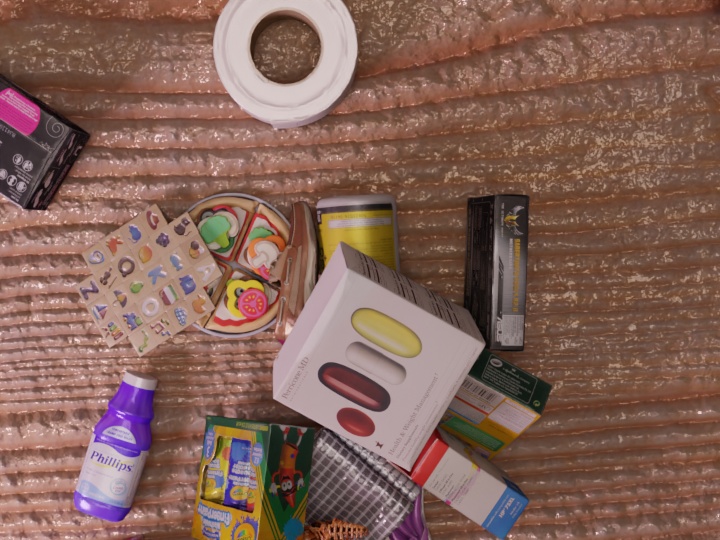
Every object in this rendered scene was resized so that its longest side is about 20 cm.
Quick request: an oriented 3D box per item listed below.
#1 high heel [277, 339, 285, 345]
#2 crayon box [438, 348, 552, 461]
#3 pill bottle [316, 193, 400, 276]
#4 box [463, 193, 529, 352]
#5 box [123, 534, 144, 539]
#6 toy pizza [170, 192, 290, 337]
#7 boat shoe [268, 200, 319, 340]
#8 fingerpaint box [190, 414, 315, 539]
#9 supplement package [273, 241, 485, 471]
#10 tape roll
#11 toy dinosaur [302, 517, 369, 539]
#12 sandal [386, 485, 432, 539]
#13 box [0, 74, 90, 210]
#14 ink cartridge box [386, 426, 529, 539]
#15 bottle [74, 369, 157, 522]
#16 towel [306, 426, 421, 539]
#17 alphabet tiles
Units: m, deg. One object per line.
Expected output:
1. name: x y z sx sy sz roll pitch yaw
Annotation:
1. high heel: -0.043 0.157 1.625 0.198 0.067 0.097 28 81 -4
2. crayon box: 0.161 0.179 1.588 0.124 0.200 0.052 28 60 -1
3. pill bottle: 0.000 0.000 1.601 0.110 0.112 0.204 -3 91 0
4. box: 0.180 0.001 1.577 0.047 0.158 0.204 2 91 -8
5. box: -0.341 0.436 1.568 0.101 0.200 0.096 -17 93 2
6. toy pizza: -0.179 -0.007 1.641 0.197 0.032 0.204 0 91 0
7. boat shoe: -0.091 0.001 1.596 0.071 0.076 0.203 -3 69 1
8. fingerpaint box: -0.146 0.282 1.551 0.072 0.199 0.170 11 82 -31
9. supplement package: 0.018 0.105 1.487 0.198 0.147 0.193 28 100 -10
10. tape roll: -0.101 -0.300 1.616 0.199 0.071 0.206 0 91 -1
11. toy dinosaur: -0.053 0.373 1.512 0.101 0.200 0.137 -20 74 -21
12. sandal: 0.060 0.364 1.641 0.081 0.050 0.206 -8 90 0
13. box: -0.491 -0.187 1.597 0.199 0.115 0.133 33 92 0
14. ink cartridge box: 0.120 0.267 1.589 0.199 0.116 0.068 35 92 -13
15. bottle: -0.332 0.241 1.631 0.082 0.065 0.203 18 91 -2
16. towel: -0.036 0.317 1.583 0.165 0.086 0.201 38 122 0
17. alphabet tiles: -0.295 0.014 1.636 0.198 0.006 0.168 -32 88 11
